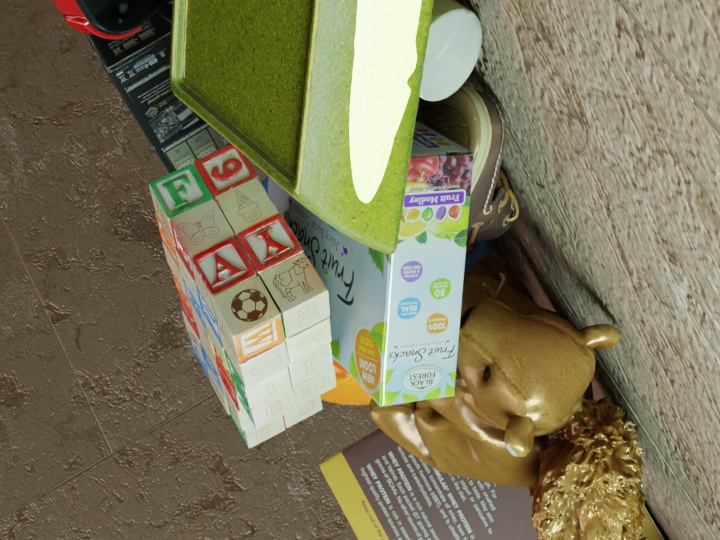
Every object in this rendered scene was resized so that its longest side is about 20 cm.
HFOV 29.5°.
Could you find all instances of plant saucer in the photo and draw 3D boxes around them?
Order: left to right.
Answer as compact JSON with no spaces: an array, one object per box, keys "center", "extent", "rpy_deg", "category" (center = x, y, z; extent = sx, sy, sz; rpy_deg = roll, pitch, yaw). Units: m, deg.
[{"center":[-0.044,-0.134,0.714],"extent":[0.199,0.048,0.202],"rpy_deg":[41,134,42],"category":"plant saucer"}]

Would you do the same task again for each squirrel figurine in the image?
[{"center":[0.115,0.085,0.846],"extent":[0.200,0.141,0.187],"rpy_deg":[46,166,2],"category":"squirrel figurine"}]

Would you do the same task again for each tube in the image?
[{"center":[-0.018,-0.158,0.750],"extent":[0.199,0.058,0.052],"rpy_deg":[36,-175,36],"category":"tube"}]

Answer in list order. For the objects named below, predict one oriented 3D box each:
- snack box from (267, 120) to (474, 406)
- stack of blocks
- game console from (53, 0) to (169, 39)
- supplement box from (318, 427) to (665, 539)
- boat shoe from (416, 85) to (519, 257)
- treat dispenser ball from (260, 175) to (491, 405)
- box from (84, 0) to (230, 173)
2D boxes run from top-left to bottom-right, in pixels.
[{"center":[-0.002,-0.026,0.817],"extent":[0.200,0.052,0.144],"rpy_deg":[-139,47,-60],"category":"snack box"},{"center":[-0.066,0.033,0.838],"extent":[0.116,0.058,0.201],"rpy_deg":[57,165,27],"category":"stack of blocks"},{"center":[-0.118,-0.247,0.772],"extent":[0.031,0.200,0.178],"rpy_deg":[30,158,39],"category":"game console"},{"center":[0.102,0.188,1.069],"extent":[0.199,0.199,0.133],"rpy_deg":[60,177,7],"category":"supplement box"},{"center":[0.060,-0.049,0.839],"extent":[0.201,0.071,0.073],"rpy_deg":[110,143,-58],"category":"boat shoe"},{"center":[0.000,0.000,1.031],"extent":[0.202,0.200,0.201],"rpy_deg":[60,177,5],"category":"treat dispenser ball"},{"center":[-0.115,-0.191,1.192],"extent":[0.086,0.199,0.164],"rpy_deg":[55,176,41],"category":"box"}]
